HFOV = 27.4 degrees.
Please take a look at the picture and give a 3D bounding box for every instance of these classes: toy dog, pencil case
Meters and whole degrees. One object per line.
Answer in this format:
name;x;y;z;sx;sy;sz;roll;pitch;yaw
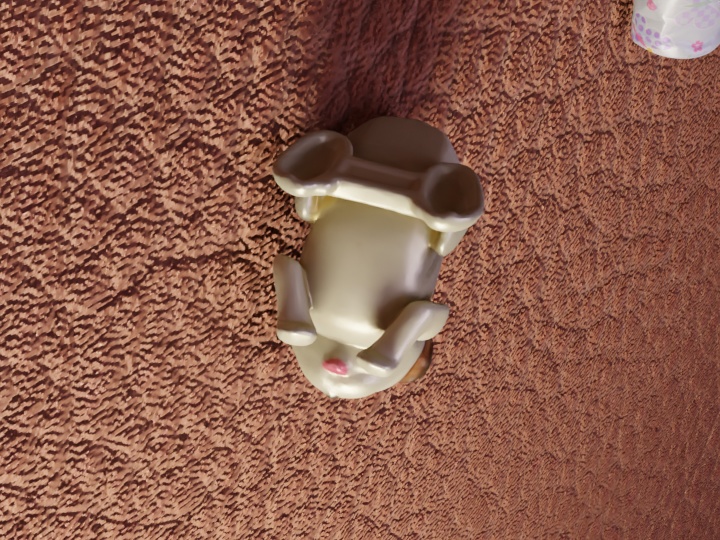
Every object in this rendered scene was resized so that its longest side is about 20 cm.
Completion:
toy dog;0.000;0.000;1.059;0.194;0.139;0.200;-82;-178;-60
pencil case;0.284;-0.280;1.268;0.091;0.083;0.200;-20;139;-17
